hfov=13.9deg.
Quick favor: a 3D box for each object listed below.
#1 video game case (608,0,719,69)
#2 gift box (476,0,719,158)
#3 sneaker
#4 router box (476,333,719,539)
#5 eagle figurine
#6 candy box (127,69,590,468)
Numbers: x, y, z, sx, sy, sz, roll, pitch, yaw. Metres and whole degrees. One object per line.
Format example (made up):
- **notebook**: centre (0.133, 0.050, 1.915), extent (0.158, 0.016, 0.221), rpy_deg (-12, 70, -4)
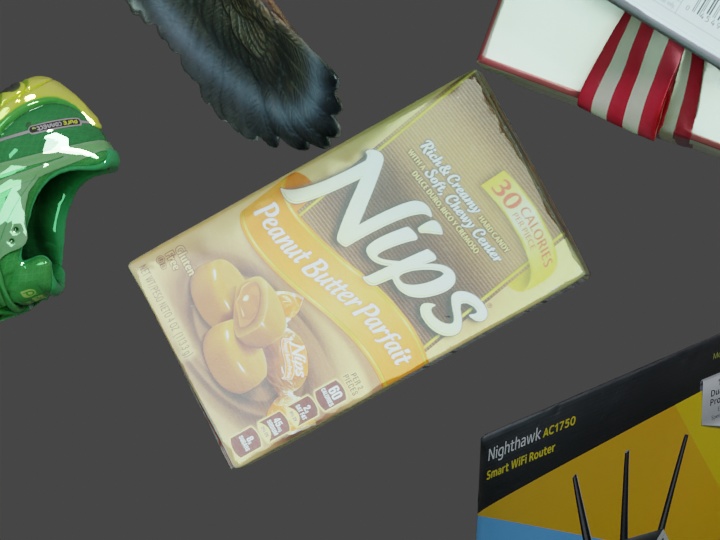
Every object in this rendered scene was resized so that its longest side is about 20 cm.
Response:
- **video game case**: centre (0.161, -0.189, 1.268), extent (0.199, 0.022, 0.183), rpy_deg (32, 94, 7)
- **gift box**: centre (0.175, -0.143, 1.371), extent (0.199, 0.187, 0.186), rpy_deg (15, 92, 8)
- **sneaker**: centre (-0.194, -0.001, 1.476), extent (0.083, 0.074, 0.200), rpy_deg (36, 94, 10)
- **router box**: centre (0.132, 0.123, 1.361), extent (0.200, 0.051, 0.150), rpy_deg (-27, 50, 45)
- **eagle figurine**: centre (-0.066, -0.171, 1.447), extent (0.199, 0.152, 0.152), rpy_deg (32, 137, -21)
- **candy box**: centre (0.000, 0.000, 1.459), extent (0.199, 0.055, 0.116), rpy_deg (-29, 86, 7)
